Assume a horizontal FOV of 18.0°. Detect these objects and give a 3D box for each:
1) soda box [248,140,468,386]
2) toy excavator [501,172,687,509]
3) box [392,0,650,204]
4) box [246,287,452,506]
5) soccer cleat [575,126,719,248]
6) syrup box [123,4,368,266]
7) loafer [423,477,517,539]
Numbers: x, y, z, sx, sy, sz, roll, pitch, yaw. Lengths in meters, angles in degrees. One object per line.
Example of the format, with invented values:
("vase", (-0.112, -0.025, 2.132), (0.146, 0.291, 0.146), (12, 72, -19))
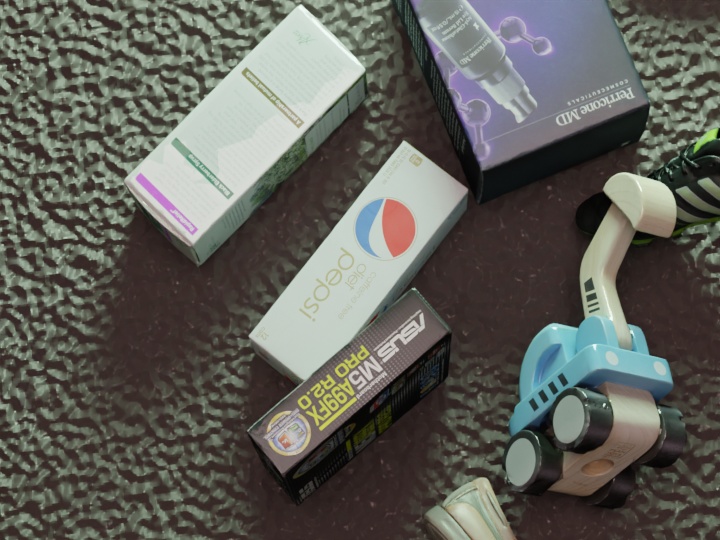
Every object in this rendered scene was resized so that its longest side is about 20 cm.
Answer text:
("soda box", (0.000, 0.000, 1.780), (0.068, 0.064, 0.200), (37, 81, 9))
("toy excavator", (0.179, 0.053, 1.723), (0.099, 0.194, 0.201), (11, 51, -33))
("box", (0.123, -0.177, 1.793), (0.147, 0.104, 0.201), (-23, 78, -4))
("box", (-0.005, 0.098, 1.690), (0.160, 0.200, 0.044), (-41, 80, -8))
("soccer cleat", (0.259, -0.069, 1.757), (0.198, 0.068, 0.082), (-7, 118, 22))
("syrup box", (-0.089, -0.105, 1.797), (0.081, 0.079, 0.200), (44, 83, 9))
("loafer", (0.133, 0.243, 1.724), (0.063, 0.072, 0.200), (-39, 76, -13))
